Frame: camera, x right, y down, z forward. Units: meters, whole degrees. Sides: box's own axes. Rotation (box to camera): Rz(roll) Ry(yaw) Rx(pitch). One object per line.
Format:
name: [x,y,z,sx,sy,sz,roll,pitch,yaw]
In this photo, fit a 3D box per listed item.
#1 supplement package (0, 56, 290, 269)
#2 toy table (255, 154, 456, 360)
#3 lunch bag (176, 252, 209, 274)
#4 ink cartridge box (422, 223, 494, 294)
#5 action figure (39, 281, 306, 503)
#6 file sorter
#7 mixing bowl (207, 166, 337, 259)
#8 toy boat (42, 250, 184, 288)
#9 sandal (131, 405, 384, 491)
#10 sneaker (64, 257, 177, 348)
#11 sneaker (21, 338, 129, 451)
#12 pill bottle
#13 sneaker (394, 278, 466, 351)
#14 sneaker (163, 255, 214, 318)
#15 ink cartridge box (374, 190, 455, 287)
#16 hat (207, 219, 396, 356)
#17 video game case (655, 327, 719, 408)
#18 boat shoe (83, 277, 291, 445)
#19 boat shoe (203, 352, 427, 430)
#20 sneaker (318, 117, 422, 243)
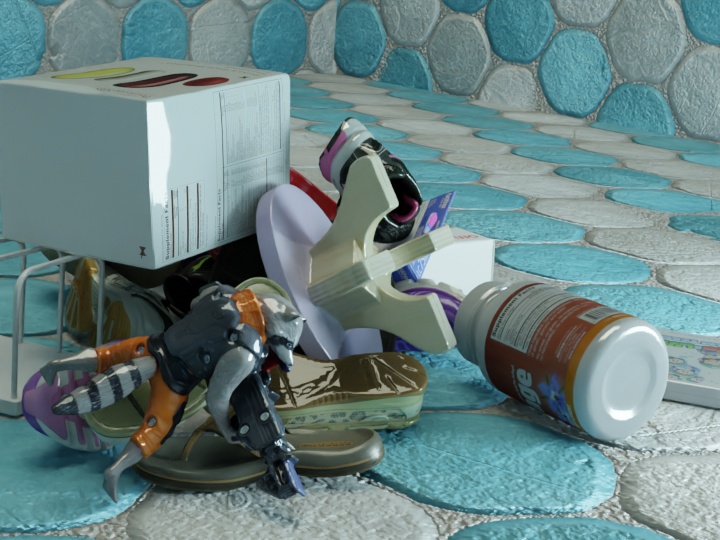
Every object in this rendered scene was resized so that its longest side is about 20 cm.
supplement package: [-0.196,-0.107,1.244,0.190,0.149,0.199,11,19,31]
toy table: [0.000,0.000,1.220,0.116,0.201,0.184,-24,10,29]
lunch bag: [-0.181,-0.083,1.582,0.132,0.202,0.135,-26,-12,41]
ink cartridge box: [0.045,-0.015,1.629,0.145,0.085,0.199,-7,17,-37]
action figure: [-0.119,0.087,0.999,0.192,0.105,0.201,-32,57,-7]
file sorter: [-0.348,0.035,1.231,0.198,0.126,0.139,10,14,23]
mixing bowl: [-0.101,-0.049,1.437,0.199,0.109,0.200,35,10,-7]
toy boat: [-0.258,-0.057,1.484,0.130,0.132,0.199,34,-23,-28]
sandal: [-0.079,0.132,1.060,0.198,0.055,0.082,-2,14,-5]
sneaker: [-0.239,0.045,1.370,0.087,0.076,0.200,13,13,-29]
sneaker: [-0.220,0.098,1.135,0.088,0.081,0.200,4,7,27]
pill bottle: [0.179,0.075,1.259,0.111,0.113,0.199,-5,16,-34]
sneaker: [0.022,0.061,1.389,0.198,0.081,0.084,-1,26,19]
sneaker: [-0.166,0.017,1.409,0.082,0.072,0.200,30,2,-27]
ink cartridge box: [0.014,-0.014,1.472,0.199,0.042,0.120,-21,25,29]
hat: [-0.065,0.041,1.320,0.199,0.203,0.081,-3,-20,-27]
video game case: [0.335,0.097,1.397,0.198,0.024,0.182,9,15,18]
boat shoe: [-0.139,0.084,1.104,0.199,0.069,0.075,-32,74,-31]
boat shoe: [-0.042,0.114,1.167,0.198,0.063,0.074,1,40,-5]
sneaker: [0.023,-0.066,1.333,0.086,0.081,0.200,38,-3,25]
